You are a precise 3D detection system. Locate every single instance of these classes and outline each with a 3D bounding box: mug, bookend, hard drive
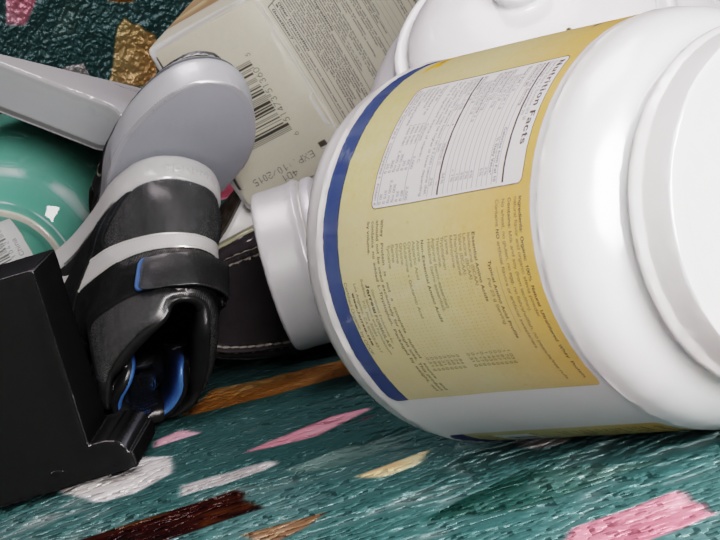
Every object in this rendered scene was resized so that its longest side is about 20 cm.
[{"bbox_3d":[-0.205,-0.009,1.655,0.185,0.152,0.114,15,15,2],"label":"mug"},{"bbox_3d":[-0.220,0.016,1.357,0.198,0.200,0.092,-17,7,4],"label":"bookend"},{"bbox_3d":[-0.125,-0.083,1.644,0.132,0.026,0.200,21,7,31],"label":"hard drive"}]

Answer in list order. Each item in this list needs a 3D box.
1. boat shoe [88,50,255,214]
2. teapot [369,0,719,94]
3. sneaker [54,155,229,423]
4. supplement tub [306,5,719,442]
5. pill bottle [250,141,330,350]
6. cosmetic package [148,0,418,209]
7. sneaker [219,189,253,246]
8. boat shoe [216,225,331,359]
[{"bbox_3d":[-0.103,-0.053,1.499,0.068,0.057,0.200,1,-33,-19],"label":"boat shoe"},{"bbox_3d":[0.079,-0.068,1.253,0.197,0.146,0.200,-28,46,-6],"label":"teapot"},{"bbox_3d":[-0.126,0.042,1.480,0.073,0.112,0.200,11,-39,-22],"label":"sneaker"},{"bbox_3d":[0.089,-0.014,1.054,0.144,0.145,0.200,-22,8,-35],"label":"supplement tub"},{"bbox_3d":[0.054,-0.027,1.405,0.199,0.110,0.109,-17,6,5],"label":"pill bottle"},{"bbox_3d":[-0.028,-0.125,1.584,0.071,0.105,0.200,-25,15,27],"label":"cosmetic package"},{"bbox_3d":[-0.062,0.016,1.632,0.073,0.085,0.200,-67,11,-20],"label":"sneaker"},{"bbox_3d":[0.000,0.000,1.504,0.199,0.072,0.065,-11,2,2],"label":"boat shoe"}]
